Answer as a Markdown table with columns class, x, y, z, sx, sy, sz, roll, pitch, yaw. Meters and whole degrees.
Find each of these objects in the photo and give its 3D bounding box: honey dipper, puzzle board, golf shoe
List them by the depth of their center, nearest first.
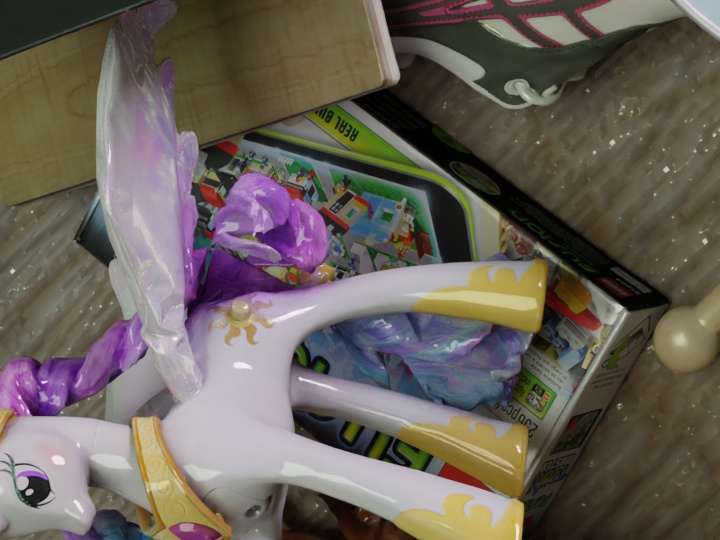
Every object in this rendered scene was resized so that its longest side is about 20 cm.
| class | x | y | z | sx | sy | sz | roll | pitch | yaw |
| --- | --- | --- | --- | --- | --- | --- | --- | --- | --- |
| honey dipper | 0.160 | -0.036 | 0.953 | 0.200 | 0.038 | 0.038 | -46 | 72 | 26 |
| golf shoe | 0.077 | -0.098 | 0.987 | 0.199 | 0.077 | 0.089 | 11 | 117 | 33 |
| puzzle board | -0.074 | -0.115 | 1.039 | 0.199 | 0.017 | 0.152 | -15 | 88 | 43 |

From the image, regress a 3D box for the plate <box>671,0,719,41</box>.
| class | x | y | z | sx | sy | sz | roll | pitch | yaw |
| --- | --- | --- | --- | --- | --- | --- | --- | --- | --- |
| plate | 0.170 | -0.134 | 0.902 | 0.199 | 0.026 | 0.201 | -3 | 65 | 7 |

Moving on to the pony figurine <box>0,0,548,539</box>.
| class | x | y | z | sx | sy | sz | roll | pitch | yaw |
| --- | --- | --- | --- | --- | --- | --- | --- | --- | --- |
| pony figurine | -0.043 | 0.030 | 0.965 | 0.199 | 0.194 | 0.167 | 6 | 140 | 3 |

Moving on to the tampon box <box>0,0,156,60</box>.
| class | x | y | z | sx | sy | sz | roll | pitch | yaw |
| --- | --- | --- | --- | --- | --- | --- | --- | --- | --- |
| tampon box | -0.124 | -0.173 | 0.927 | 0.149 | 0.126 | 0.201 | -17 | 104 | 30 |

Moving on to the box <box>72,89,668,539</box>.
| class | x | y | z | sx | sy | sz | roll | pitch | yaw |
| --- | --- | --- | --- | --- | --- | --- | --- | --- | --- |
| box | 0.000 | 0.000 | 1.049 | 0.200 | 0.035 | 0.110 | 37 | 111 | 23 |

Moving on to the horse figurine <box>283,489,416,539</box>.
| class | x | y | z | sx | sy | sz | roll | pitch | yaw |
| --- | --- | --- | --- | --- | --- | --- | --- | --- | --- |
| horse figurine | -0.042 | 0.150 | 1.075 | 0.132 | 0.050 | 0.201 | 20 | 105 | 32 |
